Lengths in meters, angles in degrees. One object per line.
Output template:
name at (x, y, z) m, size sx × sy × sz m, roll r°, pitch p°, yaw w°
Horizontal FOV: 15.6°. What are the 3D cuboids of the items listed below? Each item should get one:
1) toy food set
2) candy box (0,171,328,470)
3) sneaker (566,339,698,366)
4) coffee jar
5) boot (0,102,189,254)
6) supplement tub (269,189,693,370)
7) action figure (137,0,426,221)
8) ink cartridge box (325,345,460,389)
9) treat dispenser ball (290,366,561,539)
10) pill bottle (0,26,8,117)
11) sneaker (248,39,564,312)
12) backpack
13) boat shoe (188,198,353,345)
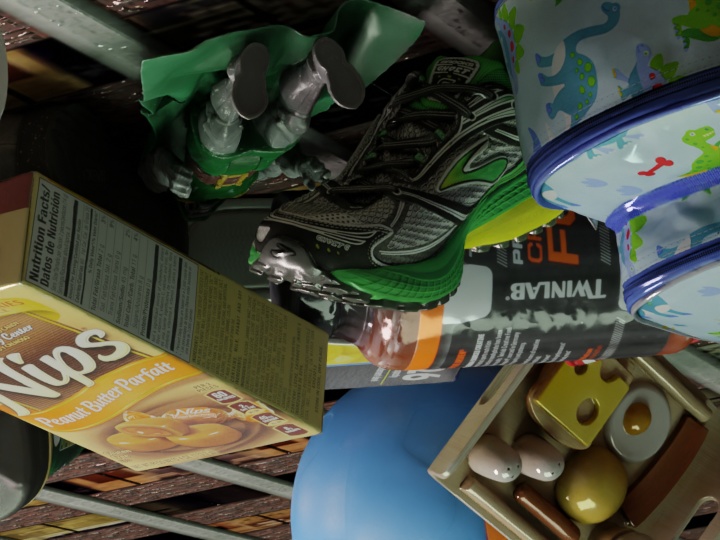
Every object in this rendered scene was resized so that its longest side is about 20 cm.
toy food set at (0.144, 0.109, 1.521) m, size 0.200 × 0.144 × 0.060 m, roll 41°, pitch 171°, yaw -35°
candy box at (-0.119, 0.027, 1.161) m, size 0.115 × 0.055 × 0.200 m, roll -14°, pitch 151°, yaw 35°
sneaker at (0.161, 0.014, 1.382) m, size 0.115 × 0.078 × 0.200 m, roll -18°, pitch 167°, yaw -16°
coffee jar at (-0.206, 0.083, 1.395) m, size 0.104 × 0.086 × 0.200 m, roll -7°, pitch -176°, yaw 3°
boot at (-0.161, -0.026, 1.202) m, size 0.130 × 0.068 × 0.200 m, roll -4°, pitch 160°, yaw 16°
supplement tub at (0.059, -0.006, 1.253) m, size 0.200 × 0.107 × 0.107 m, roll -4°, pitch 164°, yaw -13°
action figure at (-0.052, -0.058, 1.134) m, size 0.118 × 0.055 × 0.200 m, roll -5°, pitch 169°, yaw -16°
ink cartridge box at (0.021, 0.025, 1.468) m, size 0.200 × 0.047 × 0.198 m, roll -2°, pitch 163°, yaw -7°
treat dispenser ball at (0.056, 0.152, 1.638) m, size 0.200 × 0.201 × 0.201 m, roll -6°, pitch 164°, yaw -2°
pill bottle at (-0.230, -0.057, 0.946) m, size 0.200 × 0.112 × 0.112 m, roll -16°, pitch 162°, yaw 29°
sneaker at (0.020, -0.043, 1.072) m, size 0.078 × 0.085 × 0.200 m, roll 16°, pitch -152°, yaw 26°
backpack at (0.162, -0.058, 1.041) m, size 0.183 × 0.147 × 0.200 m, roll -22°, pitch 155°, yaw 35°
boat shoe at (0.000, 0.000, 1.327) m, size 0.200 × 0.076 × 0.060 m, roll 8°, pitch 161°, yaw -8°
